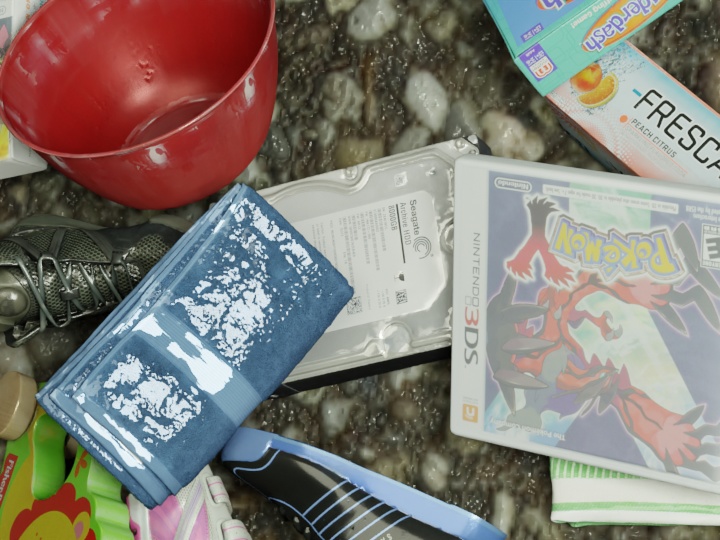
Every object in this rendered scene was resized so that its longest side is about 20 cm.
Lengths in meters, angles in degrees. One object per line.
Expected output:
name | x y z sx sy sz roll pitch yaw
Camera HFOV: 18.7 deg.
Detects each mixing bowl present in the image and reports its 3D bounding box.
mixing bowl | -0.134 -0.114 1.484 0.199 0.109 0.201 -13 45 13

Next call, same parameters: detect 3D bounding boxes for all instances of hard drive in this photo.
hard drive | 0.000 0.000 1.460 0.199 0.038 0.141 -13 73 18

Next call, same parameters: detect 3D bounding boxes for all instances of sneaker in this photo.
sneaker | -0.184 0.011 1.473 0.198 0.114 0.077 6 118 31
sneaker | -0.108 0.178 1.443 0.088 0.081 0.201 4 75 7
sneaker | -0.009 0.165 1.399 0.199 0.070 0.078 21 80 18

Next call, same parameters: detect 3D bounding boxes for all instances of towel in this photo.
towel | -0.102 0.047 1.399 0.112 0.049 0.200 43 77 -5
towel | 0.191 0.060 1.377 0.152 0.023 0.201 -3 77 22

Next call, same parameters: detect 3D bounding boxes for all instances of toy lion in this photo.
toy lion | -0.203 0.177 1.435 0.191 0.068 0.201 8 78 55

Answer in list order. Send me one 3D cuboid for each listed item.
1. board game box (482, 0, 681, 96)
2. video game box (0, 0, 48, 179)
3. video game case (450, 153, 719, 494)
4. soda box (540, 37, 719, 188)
board game box | 0.137 -0.226 1.417 0.152 0.045 0.201 -33 45 12
video game box | -0.308 -0.149 1.588 0.199 0.047 0.183 -8 74 35
video game case | 0.143 0.030 1.334 0.199 0.023 0.184 10 108 33
soda box | 0.204 -0.065 1.359 0.064 0.068 0.200 -44 57 -1
